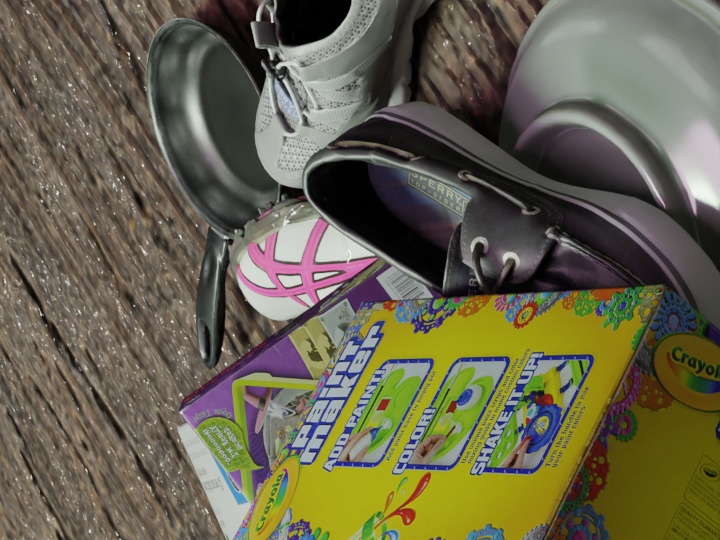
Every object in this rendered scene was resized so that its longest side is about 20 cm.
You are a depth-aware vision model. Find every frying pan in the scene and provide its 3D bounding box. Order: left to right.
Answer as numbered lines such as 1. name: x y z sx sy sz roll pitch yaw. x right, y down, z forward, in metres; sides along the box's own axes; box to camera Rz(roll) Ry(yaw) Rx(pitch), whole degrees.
1. frying pan: -0.060 -0.036 1.263 0.115 0.031 0.190 11 119 55

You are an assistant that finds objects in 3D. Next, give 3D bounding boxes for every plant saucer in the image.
1. plant saucer: 0.108 -0.018 1.000 0.200 0.050 0.200 33 133 44

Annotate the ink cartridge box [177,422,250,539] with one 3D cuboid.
1. ink cartridge box: -0.001 0.143 1.181 0.200 0.084 0.146 66 166 3

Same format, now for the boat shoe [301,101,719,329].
1. boat shoe: 0.053 -0.007 0.974 0.200 0.066 0.070 36 135 37

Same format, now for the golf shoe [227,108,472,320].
1. golf shoe: 0.000 0.000 1.143 0.200 0.073 0.092 -32 77 62

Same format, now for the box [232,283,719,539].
1. box: 0.093 0.112 0.933 0.200 0.122 0.193 38 158 -26

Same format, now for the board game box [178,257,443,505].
1. board game box: 0.030 0.101 1.073 0.200 0.120 0.032 54 -177 -9

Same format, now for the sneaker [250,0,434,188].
1. sneaker: -0.020 -0.107 1.114 0.075 0.082 0.200 54 145 25
